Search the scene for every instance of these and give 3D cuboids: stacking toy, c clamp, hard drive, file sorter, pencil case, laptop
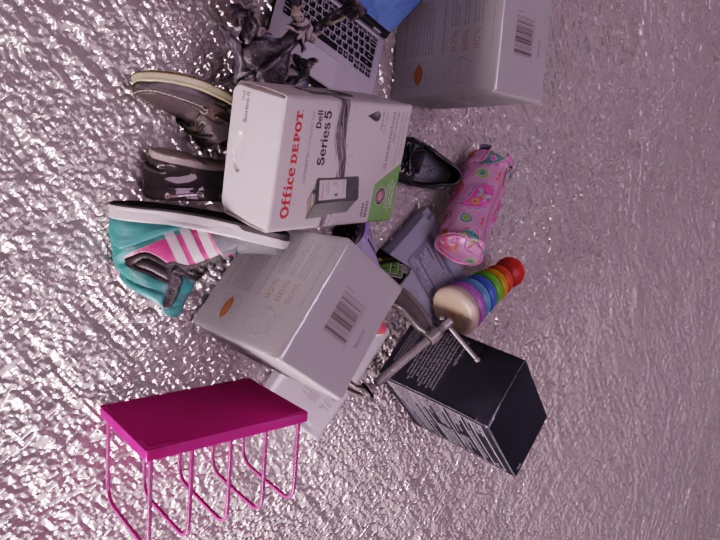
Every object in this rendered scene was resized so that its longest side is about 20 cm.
[{"bbox_3d":[0.212,0.033,1.063,0.200,0.085,0.085,-27,115,-40],"label":"stacking toy"},{"bbox_3d":[0.044,0.110,0.893,0.200,0.027,0.171,-33,78,-13],"label":"c clamp"},{"bbox_3d":[-0.049,0.133,0.931,0.200,0.027,0.132,-55,128,-17],"label":"hard drive"},{"bbox_3d":[-0.187,0.223,0.756,0.200,0.139,0.126,-4,103,-40],"label":"file sorter"},{"bbox_3d":[0.187,-0.107,1.022,0.087,0.087,0.200,48,54,-36],"label":"pencil case"},{"bbox_3d":[0.001,-0.340,0.811,0.187,0.116,0.200,23,72,-41],"label":"laptop"}]

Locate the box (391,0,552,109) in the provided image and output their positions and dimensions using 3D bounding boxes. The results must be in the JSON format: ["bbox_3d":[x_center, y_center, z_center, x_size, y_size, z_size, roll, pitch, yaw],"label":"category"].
[{"bbox_3d":[0.152,-0.315,0.895,0.106,0.200,0.152,-2,101,-39],"label":"box"}]

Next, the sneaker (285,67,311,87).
[{"bbox_3d":[-0.062,-0.206,0.808,0.200,0.088,0.075,34,78,-38],"label":"sneaker"}]

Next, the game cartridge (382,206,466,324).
[{"bbox_3d":[0.106,0.012,1.036,0.133,0.040,0.200,-50,127,-26],"label":"game cartridge"}]

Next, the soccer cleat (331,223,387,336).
[{"bbox_3d":[0.000,0.000,0.874,0.073,0.068,0.200,27,46,-35],"label":"soccer cleat"}]

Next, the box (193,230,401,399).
[{"bbox_3d":[-0.080,0.041,0.759,0.106,0.200,0.152,41,72,-37],"label":"box"}]

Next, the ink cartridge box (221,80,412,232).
[{"bbox_3d":[-0.046,-0.129,0.718,0.200,0.084,0.146,-11,120,-46],"label":"ink cartridge box"}]

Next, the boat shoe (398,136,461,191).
[{"bbox_3d":[0.079,-0.164,0.953,0.199,0.066,0.075,22,85,-41],"label":"boat shoe"}]

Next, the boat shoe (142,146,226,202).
[{"bbox_3d":[-0.164,-0.102,0.763,0.200,0.067,0.057,6,111,-37],"label":"boat shoe"}]

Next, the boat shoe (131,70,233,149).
[{"bbox_3d":[-0.169,-0.172,0.732,0.200,0.073,0.065,12,86,-42],"label":"boat shoe"}]

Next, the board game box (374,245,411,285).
[{"bbox_3d":[-0.025,0.049,0.893,0.200,0.105,0.023,-54,168,-19],"label":"board game box"}]

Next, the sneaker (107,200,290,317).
[{"bbox_3d":[-0.185,-0.006,0.711,0.200,0.084,0.121,9,101,-4],"label":"sneaker"}]

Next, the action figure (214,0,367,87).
[{"bbox_3d":[-0.088,-0.266,0.721,0.200,0.102,0.119,-42,122,-5],"label":"action figure"}]

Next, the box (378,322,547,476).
[{"bbox_3d":[0.167,0.197,0.995,0.123,0.198,0.200,-54,140,-19],"label":"box"}]
